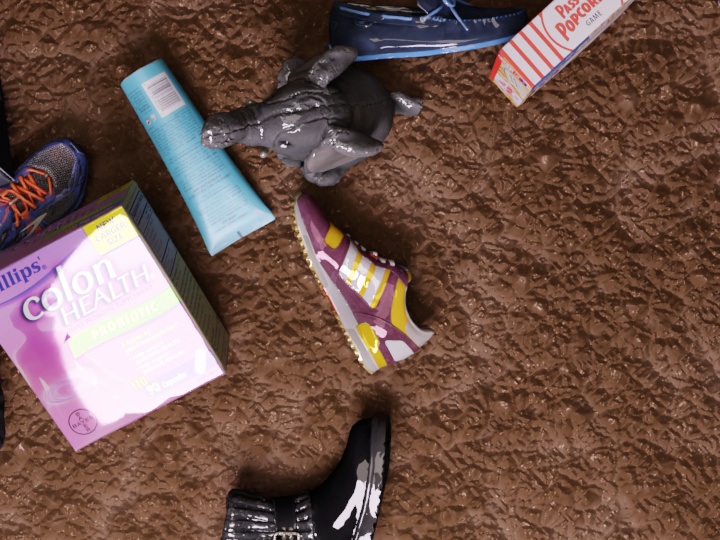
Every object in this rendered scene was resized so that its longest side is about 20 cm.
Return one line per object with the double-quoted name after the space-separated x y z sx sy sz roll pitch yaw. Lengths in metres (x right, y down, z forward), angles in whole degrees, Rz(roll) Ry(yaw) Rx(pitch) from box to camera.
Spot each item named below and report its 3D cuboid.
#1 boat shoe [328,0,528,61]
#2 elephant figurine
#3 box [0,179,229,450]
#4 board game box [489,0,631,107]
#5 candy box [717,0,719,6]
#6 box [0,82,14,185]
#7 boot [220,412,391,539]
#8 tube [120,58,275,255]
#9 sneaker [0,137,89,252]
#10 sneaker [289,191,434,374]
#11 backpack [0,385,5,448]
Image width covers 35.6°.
0.065 -0.248 1.106 0.200 0.084 0.069 -6 105 2 "boat shoe"
-0.041 -0.144 1.063 0.141 0.200 0.155 35 95 2 "elephant figurine"
-0.255 0.045 1.116 0.176 0.097 0.200 -27 108 5 "box"
0.194 -0.225 1.041 0.151 0.200 0.046 -42 89 5 "board game box"
0.473 -0.264 1.088 0.200 0.061 0.137 -31 91 6 "candy box"
-0.464 -0.130 1.131 0.200 0.079 0.141 -19 62 5 "box"
-0.058 0.235 1.149 0.157 0.079 0.212 14 95 3 "boot"
-0.173 -0.119 1.154 0.077 0.050 0.200 -30 96 9 "tube"
-0.358 -0.057 1.153 0.075 0.078 0.200 44 96 0 "sneaker"
0.000 0.000 1.140 0.090 0.075 0.200 -27 98 -3 "sneaker"
-0.474 0.135 1.151 0.200 0.127 0.167 -8 82 6 "backpack"
